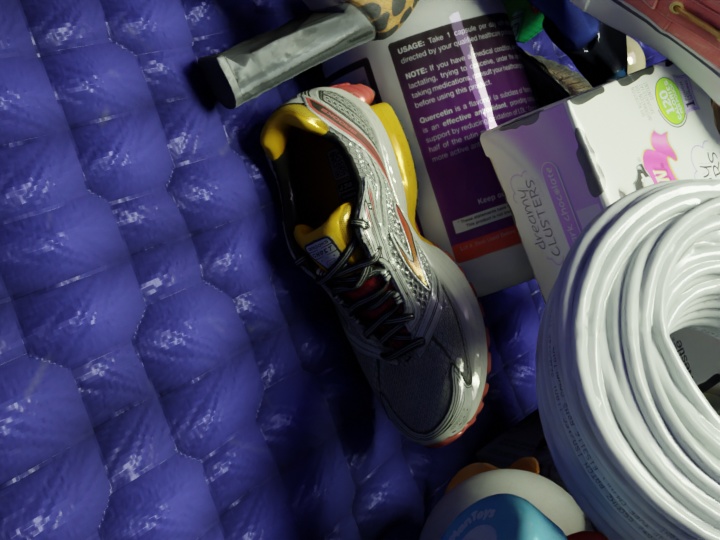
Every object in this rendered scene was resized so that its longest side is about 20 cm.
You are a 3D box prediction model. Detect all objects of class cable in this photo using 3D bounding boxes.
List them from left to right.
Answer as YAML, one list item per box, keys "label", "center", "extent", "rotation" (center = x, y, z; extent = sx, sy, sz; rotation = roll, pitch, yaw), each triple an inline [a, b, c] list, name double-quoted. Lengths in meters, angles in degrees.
- label: "cable"
  center: [0.173, 0.051, 0.698]
  extent: [0.198, 0.069, 0.201]
  rotation: [6, 62, -20]

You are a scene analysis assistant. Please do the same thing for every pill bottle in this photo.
- label: "pill bottle"
  center: [0.046, -0.085, 0.861]
  extent: [0.112, 0.112, 0.201]
  rotation: [-19, 91, -62]

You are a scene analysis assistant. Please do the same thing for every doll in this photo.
- label: "doll"
  center: [0.129, -0.162, 0.906]
  extent: [0.200, 0.048, 0.137]
  rotation: [33, 41, -55]

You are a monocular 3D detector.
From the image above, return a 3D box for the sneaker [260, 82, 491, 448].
- label: "sneaker"
  center: [0.000, 0.000, 0.783]
  extent: [0.082, 0.078, 0.201]
  rotation: [-13, 76, -58]

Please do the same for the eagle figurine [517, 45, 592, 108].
- label: "eagle figurine"
  center: [0.120, -0.080, 0.969]
  extent: [0.150, 0.152, 0.201]
  rotation: [-17, 80, -22]

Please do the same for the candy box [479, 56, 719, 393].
- label: "candy box"
  center: [0.181, -0.032, 0.836]
  extent: [0.199, 0.071, 0.169]
  rotation: [-24, 94, -39]

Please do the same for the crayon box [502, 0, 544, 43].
- label: "crayon box"
  center: [0.055, -0.252, 0.976]
  extent: [0.118, 0.058, 0.201]
  rotation: [3, 56, -58]

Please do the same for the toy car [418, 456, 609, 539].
- label: "toy car"
  center: [0.067, 0.175, 0.753]
  extent: [0.184, 0.177, 0.200]
  rotation: [40, 12, -25]

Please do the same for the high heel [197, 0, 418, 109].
- label: "high heel"
  center: [-0.042, -0.198, 0.747]
  extent: [0.142, 0.071, 0.201]
  rotation: [-31, 118, -23]

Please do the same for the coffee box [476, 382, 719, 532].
- label: "coffee box"
  center: [0.163, 0.116, 0.841]
  extent: [0.114, 0.200, 0.080]
  rotation: [-32, 100, -16]

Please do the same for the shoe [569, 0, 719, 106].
- label: "shoe"
  center: [0.179, -0.157, 0.777]
  extent: [0.200, 0.091, 0.072]
  rotation: [38, 48, 0]
